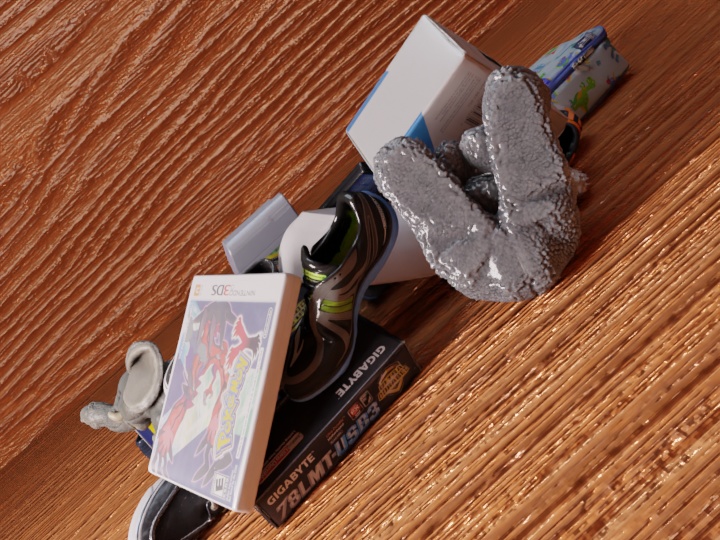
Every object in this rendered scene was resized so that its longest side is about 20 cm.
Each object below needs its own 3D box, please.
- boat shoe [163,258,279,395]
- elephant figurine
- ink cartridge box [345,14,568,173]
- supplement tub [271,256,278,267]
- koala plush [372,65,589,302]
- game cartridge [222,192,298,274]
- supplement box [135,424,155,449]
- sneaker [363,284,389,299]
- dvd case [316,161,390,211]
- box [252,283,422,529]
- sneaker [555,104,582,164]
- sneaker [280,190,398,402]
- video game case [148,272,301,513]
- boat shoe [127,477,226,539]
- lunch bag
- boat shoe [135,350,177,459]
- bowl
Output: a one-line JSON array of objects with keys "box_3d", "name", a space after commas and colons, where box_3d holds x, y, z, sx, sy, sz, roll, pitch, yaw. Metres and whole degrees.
[{"box_3d": [-0.151, 0.061, 0.864, 0.200, 0.069, 0.067, -47, -31, -35], "name": "boat shoe"}, {"box_3d": [-0.239, 0.149, 0.927, 0.154, 0.198, 0.144, -38, -34, -31], "name": "elephant figurine"}, {"box_3d": [0.105, -0.153, 0.816, 0.146, 0.197, 0.084, -53, 49, 22], "name": "ink cartridge box"}, {"box_3d": [-0.092, 0.053, 1.046, 0.122, 0.123, 0.200, -40, 13, 1], "name": "supplement tub"}, {"box_3d": [0.136, -0.065, 0.743, 0.175, 0.187, 0.199, -29, -6, 18], "name": "koala plush"}, {"box_3d": [-0.116, -0.001, 1.168, 0.133, 0.201, 0.040, -40, 36, -5], "name": "game cartridge"}, {"box_3d": [-0.218, 0.168, 1.071, 0.200, 0.110, 0.108, -44, 13, -17], "name": "supplement box"}, {"box_3d": [0.000, 0.000, 1.067, 0.201, 0.064, 0.080, -101, 30, -62], "name": "sneaker"}, {"box_3d": [0.033, -0.090, 1.018, 0.197, 0.018, 0.143, -3, -31, -43], "name": "dvd case"}, {"box_3d": [-0.069, 0.120, 0.762, 0.200, 0.050, 0.197, -45, 33, -14], "name": "box"}, {"box_3d": [0.179, -0.127, 0.941, 0.198, 0.078, 0.112, -36, 12, 23], "name": "sneaker"}, {"box_3d": [-0.033, 0.019, 0.708, 0.070, 0.082, 0.204, 21, 87, 45], "name": "sneaker"}, {"box_3d": [-0.132, 0.103, 0.721, 0.180, 0.023, 0.205, -2, 73, 52], "name": "video game case"}, {"box_3d": [-0.158, 0.223, 0.803, 0.067, 0.072, 0.200, -30, 9, 45], "name": "boat shoe"}, {"box_3d": [0.272, -0.252, 1.089, 0.161, 0.083, 0.200, -45, 11, -4], "name": "lunch bag"}, {"box_3d": [-0.289, 0.191, 1.179, 0.083, 0.069, 0.203, -28, 38, 26], "name": "boat shoe"}, {"box_3d": [0.007, -0.036, 0.901, 0.195, 0.077, 0.199, -9, 9, -22], "name": "bowl"}]
